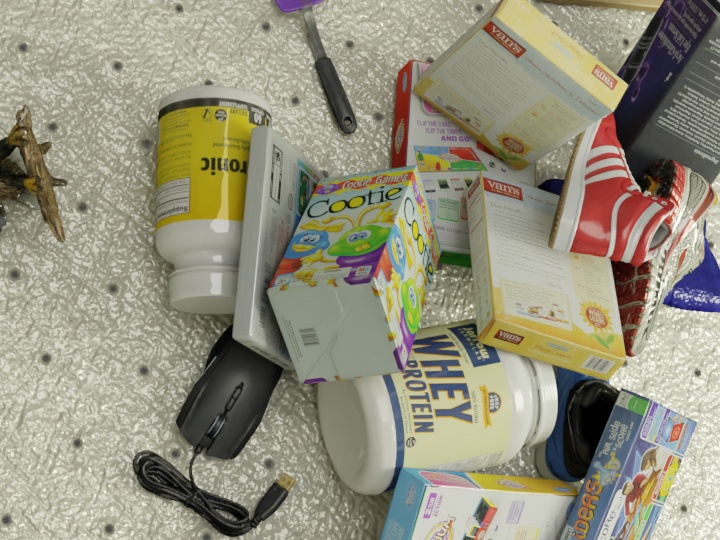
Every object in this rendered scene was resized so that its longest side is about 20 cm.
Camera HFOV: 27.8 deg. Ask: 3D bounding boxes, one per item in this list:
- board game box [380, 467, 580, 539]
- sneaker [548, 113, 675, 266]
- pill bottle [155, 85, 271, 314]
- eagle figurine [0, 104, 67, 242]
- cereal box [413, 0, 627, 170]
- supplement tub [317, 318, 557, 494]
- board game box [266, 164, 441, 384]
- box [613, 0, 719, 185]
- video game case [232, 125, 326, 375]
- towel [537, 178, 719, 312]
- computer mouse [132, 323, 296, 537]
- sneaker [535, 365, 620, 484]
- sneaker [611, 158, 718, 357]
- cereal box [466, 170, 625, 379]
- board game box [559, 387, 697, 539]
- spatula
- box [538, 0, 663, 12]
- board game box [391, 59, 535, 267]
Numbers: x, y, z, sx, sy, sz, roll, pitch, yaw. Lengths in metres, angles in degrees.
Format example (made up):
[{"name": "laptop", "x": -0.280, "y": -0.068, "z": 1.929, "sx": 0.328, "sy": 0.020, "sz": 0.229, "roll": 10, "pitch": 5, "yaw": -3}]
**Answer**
[{"name": "board game box", "x": 0.105, "y": 0.268, "z": 1.366, "sx": 0.199, "sy": 0.040, "sz": 0.154, "roll": 11, "pitch": 100, "yaw": -36}, {"name": "sneaker", "x": 0.257, "y": -0.081, "z": 1.430, "sx": 0.112, "sy": 0.071, "sz": 0.201, "roll": 16, "pitch": 49, "yaw": 6}, {"name": "pill bottle", "x": -0.139, "y": -0.064, "z": 1.379, "sx": 0.111, "sy": 0.111, "sz": 0.201, "roll": 4, "pitch": 76, "yaw": -20}, {"name": "eagle figurine", "x": -0.374, "y": -0.074, "z": 1.299, "sx": 0.199, "sy": 0.151, "sz": 0.152, "roll": -19, "pitch": 39, "yaw": 4}, {"name": "cereal box", "x": 0.151, "y": -0.178, "z": 1.411, "sx": 0.144, "sy": 0.200, "sz": 0.040, "roll": 37, "pitch": 67, "yaw": -9}, {"name": "supplement tub", "x": 0.073, "y": 0.126, "z": 1.395, "sx": 0.199, "sy": 0.145, "sz": 0.146, "roll": -10, "pitch": 80, "yaw": -23}, {"name": "board game box", "x": 0.000, "y": 0.000, "z": 1.347, "sx": 0.200, "sy": 0.102, "sz": 0.105, "roll": -69, "pitch": 147, "yaw": -54}, {"name": "box", "x": 0.341, "y": -0.184, "z": 1.527, "sx": 0.104, "sy": 0.148, "sz": 0.201, "roll": 25, "pitch": 111, "yaw": -16}, {"name": "video game case", "x": -0.067, "y": -0.011, "z": 1.373, "sx": 0.024, "sy": 0.182, "sz": 0.201, "roll": -2, "pitch": 73, "yaw": 20}, {"name": "towel", "x": 0.290, "y": -0.023, "z": 1.566, "sx": 0.199, "sy": 0.050, "sz": 0.148, "roll": 8, "pitch": 53, "yaw": -19}, {"name": "computer mouse", "x": -0.107, "y": 0.149, "z": 1.373, "sx": 0.140, "sy": 0.046, "sz": 0.200, "roll": 37, "pitch": 66, "yaw": -8}, {"name": "sneaker", "x": 0.238, "y": 0.115, "z": 1.481, "sx": 0.076, "sy": 0.111, "sz": 0.201, "roll": 21, "pitch": 70, "yaw": -15}, {"name": "sneaker", "x": 0.308, "y": -0.006, "z": 1.469, "sx": 0.082, "sy": 0.078, "sz": 0.201, "roll": 18, "pitch": 95, "yaw": -25}, {"name": "cereal box", "x": 0.178, "y": 0.002, "z": 1.414, "sx": 0.143, "sy": 0.040, "sz": 0.201, "roll": 17, "pitch": 44, "yaw": -17}, {"name": "board game box", "x": 0.258, "y": 0.225, "z": 1.427, "sx": 0.135, "sy": 0.034, "sz": 0.201, "roll": 26, "pitch": 86, "yaw": -55}, {"name": "spatula", "x": -0.044, "y": -0.235, "z": 1.508, "sx": 0.056, "sy": 0.021, "sz": 0.201, "roll": -20, "pitch": 87, "yaw": -12}, {"name": "box", "x": 0.286, "y": -0.381, "z": 1.676, "sx": 0.199, "sy": 0.021, "sz": 0.164, "roll": 1, "pitch": 76, "yaw": -21}, {"name": "board game box", "x": 0.109, "y": -0.107, "z": 1.518, "sx": 0.152, "sy": 0.040, "sz": 0.201, "roll": 10, "pitch": 73, "yaw": -19}]
